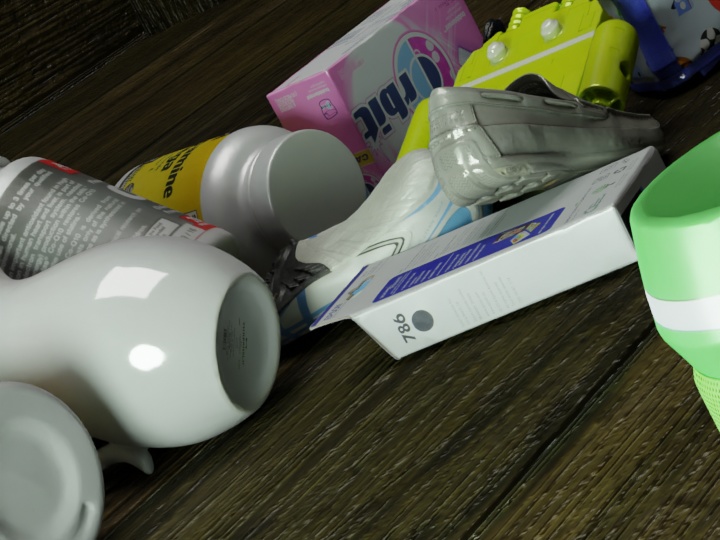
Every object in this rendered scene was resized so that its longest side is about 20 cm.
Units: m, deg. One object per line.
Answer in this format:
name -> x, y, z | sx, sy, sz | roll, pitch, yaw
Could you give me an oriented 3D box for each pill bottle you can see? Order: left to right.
pill bottle -> -0.243, 0.135, 1.301 | 0.199, 0.112, 0.111 | -18, 16, 42
pill bottle -> -0.186, -0.005, 1.502 | 0.199, 0.115, 0.114 | 22, 32, 15
pill bottle -> -0.088, -0.040, 1.659 | 0.112, 0.113, 0.199 | -38, 15, -36

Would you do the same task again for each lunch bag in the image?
lunch bag -> 0.193, -0.222, 1.628 | 0.123, 0.171, 0.200 | -29, 9, 20

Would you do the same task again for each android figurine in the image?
android figurine -> 0.104, -0.108, 1.521 | 0.181, 0.041, 0.201 | -19, 37, 39

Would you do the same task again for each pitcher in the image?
pitcher -> -0.152, 0.067, 1.373 | 0.199, 0.173, 0.121 | -1, -3, 27

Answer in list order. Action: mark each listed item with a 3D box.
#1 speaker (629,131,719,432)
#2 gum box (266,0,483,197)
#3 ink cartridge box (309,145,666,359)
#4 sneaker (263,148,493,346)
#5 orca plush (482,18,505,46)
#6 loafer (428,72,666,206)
speaker -> 0.135, 0.059, 0.508 | 0.088, 0.201, 0.088 | -27, 12, 6
gum box -> 0.029, -0.131, 1.761 | 0.066, 0.114, 0.200 | -18, 16, 41
ink cartridge box -> 0.075, -0.004, 1.310 | 0.199, 0.039, 0.099 | -21, 14, 28
sneaker -> 0.000, 0.000, 1.440 | 0.200, 0.072, 0.072 | -36, 27, 36
orca plush -> 0.127, -0.164, 1.736 | 0.200, 0.071, 0.105 | -41, 11, -23
loafer -> 0.111, -0.082, 1.362 | 0.070, 0.070, 0.199 | -24, -11, 36
